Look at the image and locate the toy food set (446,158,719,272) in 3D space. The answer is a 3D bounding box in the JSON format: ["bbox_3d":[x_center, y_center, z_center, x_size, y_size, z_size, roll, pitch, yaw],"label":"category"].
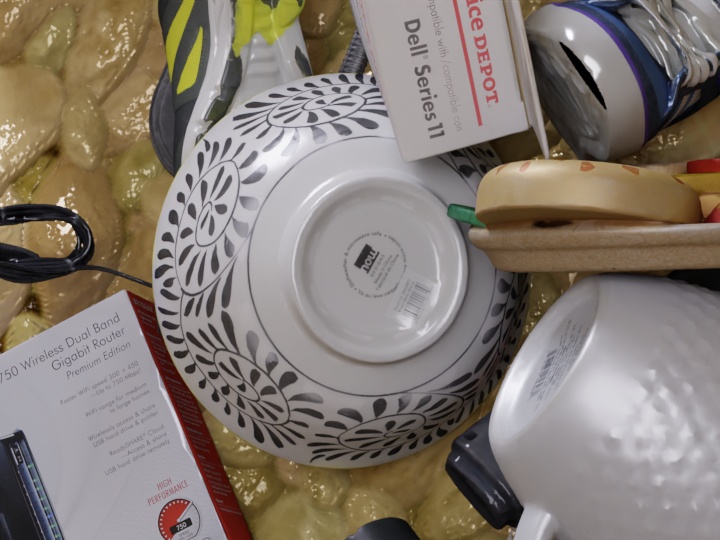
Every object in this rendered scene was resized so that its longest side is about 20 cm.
[{"bbox_3d":[0.141,-0.026,0.952,0.198,0.198,0.049,-3,91,-5],"label":"toy food set"}]

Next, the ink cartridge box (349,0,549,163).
[{"bbox_3d":[0.030,-0.133,0.984,0.067,0.118,0.200,-15,31,-1],"label":"ink cartridge box"}]

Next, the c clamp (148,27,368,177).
[{"bbox_3d":[-0.029,-0.103,1.129,0.170,0.027,0.202,15,85,23],"label":"c clamp"}]

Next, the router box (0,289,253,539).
[{"bbox_3d":[-0.169,0.137,1.106,0.199,0.049,0.181,-28,74,9],"label":"router box"}]

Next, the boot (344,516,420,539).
[{"bbox_3d":[0.014,0.234,0.980,0.163,0.073,0.199,50,119,36],"label":"boot"}]

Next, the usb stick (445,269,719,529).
[{"bbox_3d":[0.129,0.051,1.014,0.199,0.033,0.056,-36,69,-18],"label":"usb stick"}]

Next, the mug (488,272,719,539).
[{"bbox_3d":[0.139,0.107,0.914,0.175,0.148,0.201,33,74,-10],"label":"mug"}]

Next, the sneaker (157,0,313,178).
[{"bbox_3d":[-0.068,-0.110,1.102,0.084,0.074,0.202,15,100,58],"label":"sneaker"}]

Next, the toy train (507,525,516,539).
[{"bbox_3d":[0.130,0.142,1.026,0.149,0.056,0.202,-6,66,-12],"label":"toy train"}]

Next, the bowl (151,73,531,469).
[{"bbox_3d":[0.000,0.000,1.020,0.199,0.094,0.203,0,90,-10],"label":"bowl"}]

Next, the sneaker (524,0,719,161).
[{"bbox_3d":[0.154,-0.118,0.987,0.146,0.200,0.081,-34,84,1],"label":"sneaker"}]

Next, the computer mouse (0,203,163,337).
[{"bbox_3d":[-0.114,0.011,1.083,0.198,0.034,0.059,20,71,-14],"label":"computer mouse"}]
